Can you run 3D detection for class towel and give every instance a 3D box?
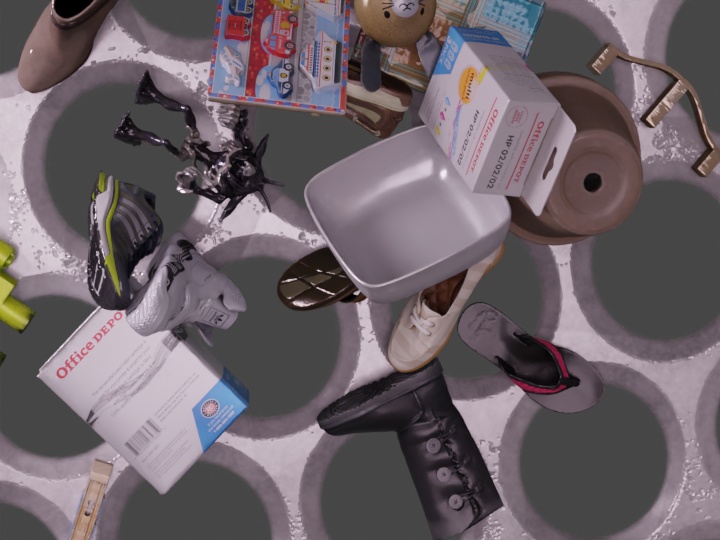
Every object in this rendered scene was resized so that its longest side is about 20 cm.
[{"bbox_3d":[0.102,-0.273,1.566,0.197,0.022,0.149,19,94,-6],"label":"towel"}]

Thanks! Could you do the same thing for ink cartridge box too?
[{"bbox_3d":[-0.245,0.128,1.555,0.145,0.084,0.200,-45,98,3],"label":"ink cartridge box"},{"bbox_3d":[0.142,-0.160,1.445,0.067,0.201,0.116,2,126,-27],"label":"ink cartridge box"}]

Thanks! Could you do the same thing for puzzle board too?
[{"bbox_3d":[-0.086,-0.258,1.492,0.148,0.017,0.202,5,56,-5],"label":"puzzle board"}]

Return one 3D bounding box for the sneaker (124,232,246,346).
[{"bbox_3d":[-0.187,0.037,1.497,0.115,0.200,0.075,39,108,-14],"label":"sneaker"}]

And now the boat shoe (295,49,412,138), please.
[{"bbox_3d":[-0.044,-0.209,1.539,0.200,0.075,0.076,26,116,1],"label":"boat shoe"}]

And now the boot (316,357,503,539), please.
[{"bbox_3d":[0.059,0.226,1.606,0.163,0.066,0.202,-24,102,0],"label":"boot"}]

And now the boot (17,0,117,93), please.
[{"bbox_3d":[-0.314,-0.276,1.471,0.070,0.146,0.201,35,94,-9],"label":"boot"}]

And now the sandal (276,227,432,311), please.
[{"bbox_3d":[0.000,0.000,1.575,0.198,0.082,0.055,-28,134,-11],"label":"sandal"}]

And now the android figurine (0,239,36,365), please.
[{"bbox_3d":[-0.477,0.029,1.548,0.199,0.041,0.183,33,94,-8],"label":"android figurine"}]

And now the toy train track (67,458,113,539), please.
[{"bbox_3d":[-0.333,0.323,1.598,0.113,0.033,0.203,18,94,-6],"label":"toy train track"}]

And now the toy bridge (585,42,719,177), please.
[{"bbox_3d":[0.358,-0.197,1.592,0.200,0.027,0.067,42,91,-8],"label":"toy bridge"}]

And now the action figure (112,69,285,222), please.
[{"bbox_3d":[-0.175,-0.134,1.523,0.198,0.102,0.120,29,82,-6],"label":"action figure"}]

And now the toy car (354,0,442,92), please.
[{"bbox_3d":[0.043,-0.300,1.481,0.162,0.158,0.203,-8,104,-15],"label":"toy car"}]

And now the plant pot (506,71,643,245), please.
[{"bbox_3d":[0.235,-0.111,1.508,0.197,0.175,0.204,-2,105,-8],"label":"plant pot"}]

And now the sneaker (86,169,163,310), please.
[{"bbox_3d":[-0.256,-0.034,1.493,0.080,0.202,0.074,7,133,-17],"label":"sneaker"}]

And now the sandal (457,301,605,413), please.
[{"bbox_3d":[0.202,0.109,1.607,0.198,0.045,0.076,32,93,-7],"label":"sandal"}]

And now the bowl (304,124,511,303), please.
[{"bbox_3d":[0.055,-0.056,1.519,0.198,0.201,0.075,-26,141,-8],"label":"bowl"}]

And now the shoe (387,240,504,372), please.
[{"bbox_3d":[0.091,0.027,1.573,0.070,0.053,0.201,34,87,29],"label":"shoe"}]
